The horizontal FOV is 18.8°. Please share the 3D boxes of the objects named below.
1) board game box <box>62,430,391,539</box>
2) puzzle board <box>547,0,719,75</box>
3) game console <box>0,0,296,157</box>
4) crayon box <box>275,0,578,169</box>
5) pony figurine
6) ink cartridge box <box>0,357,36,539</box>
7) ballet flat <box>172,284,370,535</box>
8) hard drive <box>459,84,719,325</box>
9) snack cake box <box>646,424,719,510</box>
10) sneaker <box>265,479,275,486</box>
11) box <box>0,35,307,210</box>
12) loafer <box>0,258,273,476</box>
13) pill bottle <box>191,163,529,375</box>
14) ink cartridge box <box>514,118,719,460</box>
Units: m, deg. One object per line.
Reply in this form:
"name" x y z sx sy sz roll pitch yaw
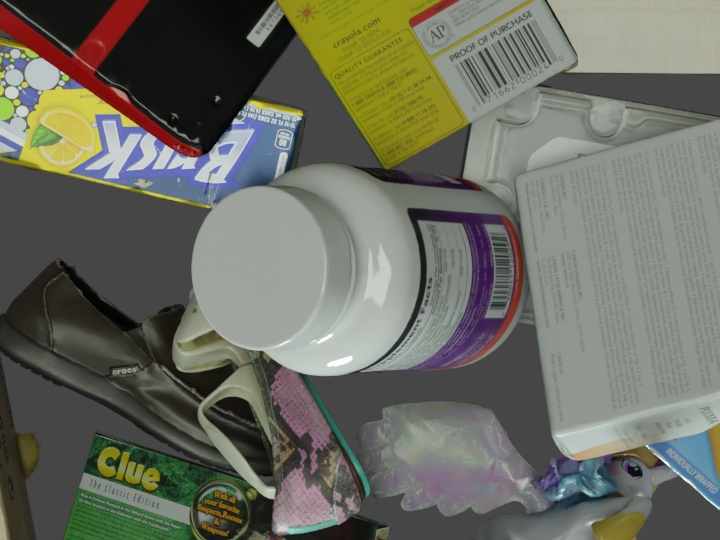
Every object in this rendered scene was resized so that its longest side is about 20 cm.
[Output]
"board game box" -0.084 0.166 1.227 0.200 0.023 0.105 15 87 31
"puzzle board" 0.120 -0.189 1.252 0.199 0.017 0.151 0 91 0
"game console" -0.106 -0.186 1.218 0.177 0.031 0.200 36 73 -3
"crayon box" 0.017 -0.169 1.176 0.127 0.051 0.200 -29 117 8
"pony figurine" 0.090 0.156 1.215 0.192 0.200 0.167 -14 103 16
"ink cartridge box" -0.278 0.138 1.257 0.164 0.075 0.201 -9 96 3
"ballet flat" -0.062 0.058 1.201 0.071 0.069 0.200 -20 62 -11
"hard drive" 0.154 -0.029 1.258 0.199 0.038 0.140 10 95 0
"snack cake box" 0.246 0.090 1.226 0.200 0.067 0.115 40 106 -13
"sneaker" -0.027 0.223 1.242 0.073 0.116 0.201 -11 93 3
"box" -0.134 -0.082 1.242 0.199 0.064 0.070 13 94 0
"loafer" -0.113 0.055 1.249 0.200 0.073 0.072 26 94 -3
"pill bottle" 0.000 0.000 1.158 0.111 0.200 0.112 -1 89 31
"ink cartridge box" 0.190 0.001 1.162 0.199 0.050 0.163 -13 63 14
